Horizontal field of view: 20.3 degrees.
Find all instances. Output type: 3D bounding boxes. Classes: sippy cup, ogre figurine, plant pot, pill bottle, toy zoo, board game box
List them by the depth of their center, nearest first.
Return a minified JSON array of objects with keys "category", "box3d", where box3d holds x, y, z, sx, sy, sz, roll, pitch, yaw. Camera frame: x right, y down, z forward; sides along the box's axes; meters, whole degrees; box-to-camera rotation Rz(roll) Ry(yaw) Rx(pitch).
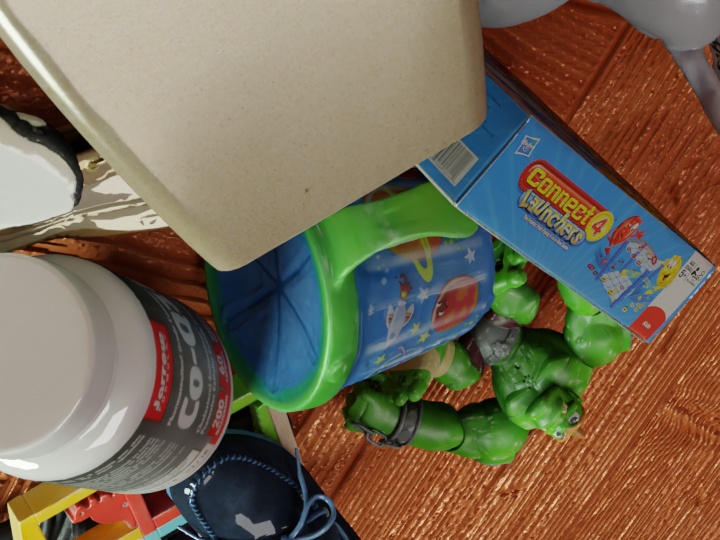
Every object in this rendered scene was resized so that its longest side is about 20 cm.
[{"category":"plant pot","box3d":[-0.056,-0.122,0.866,0.199,0.200,0.178,-30,117,-5]},{"category":"pill bottle","box3d":[-0.145,0.054,1.034,0.114,0.114,0.200,-39,165,5]},{"category":"board game box","box3d":[0.066,-0.072,1.041,0.056,0.200,0.196,-48,139,9]},{"category":"sippy cup","box3d":[0.000,0.000,1.121,0.130,0.178,0.141,-12,112,-32]},{"category":"toy zoo","box3d":[-0.126,0.149,1.190,0.199,0.020,0.132,-29,136,-14]},{"category":"ogre figurine","box3d":[0.095,0.051,1.272,0.120,0.098,0.201,33,92,-30]}]

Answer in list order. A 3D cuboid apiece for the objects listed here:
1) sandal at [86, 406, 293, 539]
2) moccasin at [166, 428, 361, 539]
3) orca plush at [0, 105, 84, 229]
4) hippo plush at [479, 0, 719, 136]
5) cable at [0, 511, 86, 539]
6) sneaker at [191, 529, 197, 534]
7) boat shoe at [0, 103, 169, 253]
[{"category":"sandal","box3d":[-0.117,0.160,1.262,0.200,0.048,0.075,-38,140,4]},{"category":"moccasin","box3d":[-0.037,0.157,1.195,0.081,0.068,0.200,-47,137,4]},{"category":"orca plush","box3d":[-0.232,-0.060,0.951,0.199,0.071,0.106,-9,128,2]},{"category":"hippo plush","box3d":[0.114,-0.185,1.040,0.160,0.160,0.201,-1,121,7]},{"category":"cable","box3d":[-0.244,0.134,1.156,0.199,0.051,0.163,4,132,-43]},{"category":"sneaker","box3d":[-0.114,0.236,1.311,0.200,0.085,0.078,-39,140,4]},{"category":"boat shoe","box3d":[-0.173,-0.050,1.007,0.199,0.074,0.070,-10,112,-17]}]
